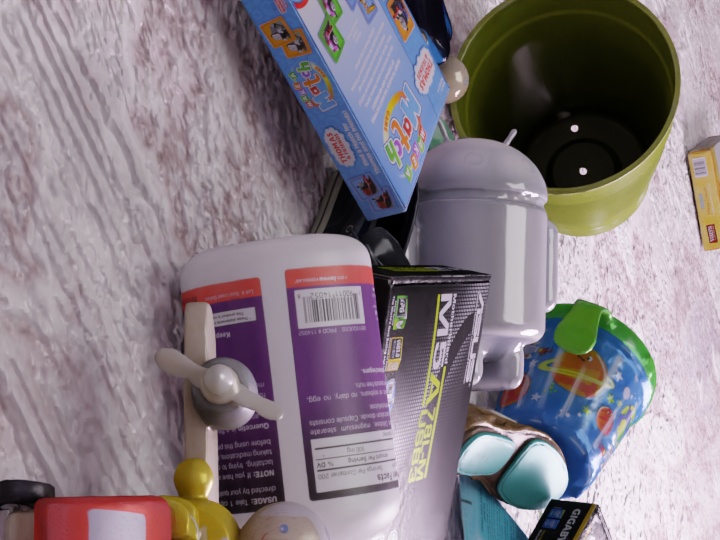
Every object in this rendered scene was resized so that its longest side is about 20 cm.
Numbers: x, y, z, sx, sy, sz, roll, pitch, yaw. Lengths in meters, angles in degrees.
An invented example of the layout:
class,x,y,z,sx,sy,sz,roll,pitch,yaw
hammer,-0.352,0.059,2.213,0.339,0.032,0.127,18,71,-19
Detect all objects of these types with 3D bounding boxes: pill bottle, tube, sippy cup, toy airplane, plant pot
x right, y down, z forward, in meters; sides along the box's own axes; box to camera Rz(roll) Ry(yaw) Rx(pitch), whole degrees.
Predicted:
class,x,y,z,sx,sy,sz,roll,pitch,yaw
pill bottle,-0.038,0.085,0.980,0.112,0.111,0.203,4,78,-67
tube,0.125,0.240,1.413,0.201,0.050,0.078,54,20,-41
sippy cup,0.172,0.121,1.475,0.179,0.139,0.131,58,41,-24
toy airplane,-0.074,0.144,0.831,0.200,0.140,0.202,-62,137,-57
plant pot,0.194,-0.124,1.562,0.193,0.198,0.203,59,29,-65

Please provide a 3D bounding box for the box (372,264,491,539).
class,x,y,z,sx,sy,sz,roll,pitch,yaw
box,0.023,0.097,1.141,0.193,0.047,0.203,2,98,-65

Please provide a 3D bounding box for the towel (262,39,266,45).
class,x,y,z,sx,sy,sz,roll,pitch,yaw
towel,-0.015,-0.167,1.253,0.200,0.030,0.148,55,34,-52

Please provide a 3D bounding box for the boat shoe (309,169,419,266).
class,x,y,z,sx,sy,sz,roll,pitch,yaw
boat shoe,0.000,0.000,1.175,0.201,0.062,0.075,-75,149,-43

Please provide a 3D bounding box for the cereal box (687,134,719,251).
class,x,y,z,sx,sy,sz,roll,pitch,yaw
cereal box,0.526,-0.118,2.541,0.200,0.039,0.146,-31,110,-67

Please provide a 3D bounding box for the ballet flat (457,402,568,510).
class,x,y,z,sx,sy,sz,roll,pitch,yaw
ballet flat,0.100,0.137,1.361,0.072,0.068,0.199,44,11,33

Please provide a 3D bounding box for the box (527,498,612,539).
class,x,y,z,sx,sy,sz,roll,pitch,yaw
box,0.154,0.309,1.377,0.200,0.049,0.161,-52,129,-38

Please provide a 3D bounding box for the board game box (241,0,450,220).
class,x,y,z,sx,sy,sz,roll,pitch,yaw
board game box,-0.009,-0.158,1.158,0.201,0.036,0.152,59,31,-28

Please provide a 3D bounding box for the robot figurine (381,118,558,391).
class,x,y,z,sx,sy,sz,roll,pitch,yaw
robot figurine,0.084,-0.012,1.300,0.168,0.112,0.203,9,80,-39

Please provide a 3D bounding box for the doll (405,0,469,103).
class,x,y,z,sx,sy,sz,roll,pitch,yaw
doll,0.045,-0.221,1.386,0.137,0.048,0.202,-85,161,-55

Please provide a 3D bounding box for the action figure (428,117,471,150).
class,x,y,z,sx,sy,sz,roll,pitch,yaw
action figure,0.106,-0.025,1.461,0.201,0.054,0.119,60,29,-47
